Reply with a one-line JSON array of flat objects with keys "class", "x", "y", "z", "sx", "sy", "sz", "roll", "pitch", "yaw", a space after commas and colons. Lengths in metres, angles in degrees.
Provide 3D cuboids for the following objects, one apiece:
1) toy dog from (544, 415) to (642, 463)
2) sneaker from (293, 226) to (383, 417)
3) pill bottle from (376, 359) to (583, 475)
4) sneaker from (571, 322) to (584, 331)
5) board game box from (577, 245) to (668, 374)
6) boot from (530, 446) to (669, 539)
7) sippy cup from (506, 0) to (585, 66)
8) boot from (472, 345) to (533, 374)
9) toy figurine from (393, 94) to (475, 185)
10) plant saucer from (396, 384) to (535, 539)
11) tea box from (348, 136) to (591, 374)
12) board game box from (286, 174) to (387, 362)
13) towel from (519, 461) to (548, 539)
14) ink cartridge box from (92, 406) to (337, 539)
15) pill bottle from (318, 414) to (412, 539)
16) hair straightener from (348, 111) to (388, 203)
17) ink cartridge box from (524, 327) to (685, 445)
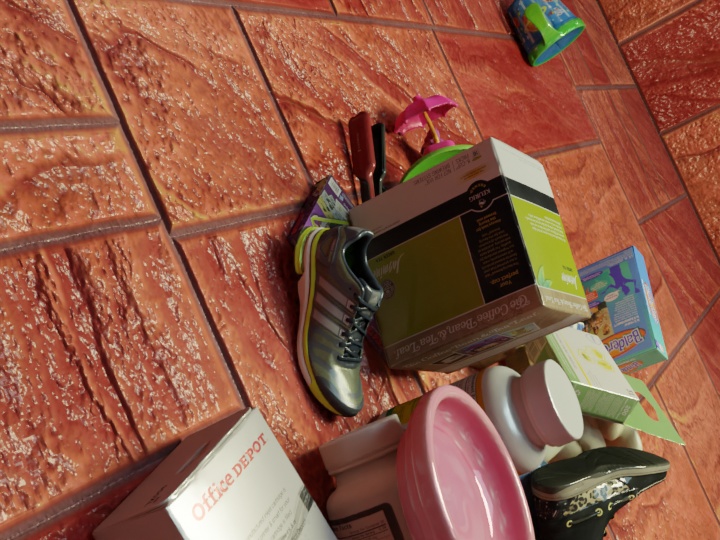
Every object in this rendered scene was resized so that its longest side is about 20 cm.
[{"class": "toy dog", "x": 0.252, "y": 0.192, "z": 1.282, "sx": 0.199, "sy": 0.139, "sz": 0.196, "roll": 0, "pitch": 84, "yaw": -47}, {"class": "sneaker", "x": -0.017, "y": 0.047, "z": 1.007, "sx": 0.074, "sy": 0.080, "sz": 0.202, "roll": 5, "pitch": 75, "yaw": -55}, {"class": "pill bottle", "x": 0.122, "y": 0.166, "z": 1.028, "sx": 0.113, "sy": 0.199, "sz": 0.114, "roll": 44, "pitch": 32, "yaw": -36}, {"class": "sneaker", "x": 0.289, "y": 0.103, "z": 1.440, "sx": 0.076, "sy": 0.076, "sz": 0.201, "roll": -106, "pitch": 179, "yaw": -58}, {"class": "board game box", "x": 0.402, "y": 0.077, "z": 1.613, "sx": 0.045, "sy": 0.151, "sz": 0.202, "roll": 37, "pitch": 40, "yaw": -40}, {"class": "boot", "x": 0.280, "y": 0.298, "z": 1.176, "sx": 0.202, "sy": 0.073, "sz": 0.156, "roll": -5, "pitch": 101, "yaw": -32}, {"class": "sippy cup", "x": 0.378, "y": -0.520, "z": 2.079, "sx": 0.139, "sy": 0.178, "sz": 0.131, "roll": -31, "pitch": 82, "yaw": -18}, {"class": "boot", "x": 0.176, "y": 0.063, "z": 1.353, "sx": 0.201, "sy": 0.070, "sz": 0.145, "roll": 36, "pitch": 34, "yaw": -49}, {"class": "toy figurine", "x": 0.112, "y": -0.152, "z": 1.367, "sx": 0.201, "sy": 0.149, "sz": 0.185, "roll": 66, "pitch": 9, "yaw": -47}, {"class": "plant saucer", "x": 0.090, "y": 0.204, "z": 0.877, "sx": 0.201, "sy": 0.050, "sz": 0.202, "roll": 48, "pitch": 28, "yaw": -35}, {"class": "tea box", "x": 0.120, "y": -0.008, "z": 1.113, "sx": 0.133, "sy": 0.199, "sz": 0.199, "roll": 13, "pitch": 58, "yaw": -53}, {"class": "board game box", "x": 0.000, "y": 0.000, "z": 1.142, "sx": 0.201, "sy": 0.032, "sz": 0.120, "roll": 52, "pitch": 28, "yaw": -21}, {"class": "towel", "x": 0.176, "y": 0.264, "z": 1.163, "sx": 0.200, "sy": 0.048, "sz": 0.112, "roll": 36, "pitch": 74, "yaw": -36}, {"class": "ink cartridge box", "x": -0.089, "y": 0.229, "z": 0.758, "sx": 0.201, "sy": 0.084, "sz": 0.145, "roll": 60, "pitch": 29, "yaw": -9}, {"class": "pill bottle", "x": 0.034, "y": 0.242, "z": 0.922, "sx": 0.110, "sy": 0.110, "sz": 0.202, "roll": -9, "pitch": 76, "yaw": -60}, {"class": "hair straightener", "x": 0.029, "y": -0.101, "z": 1.255, "sx": 0.077, "sy": 0.041, "sz": 0.202, "roll": 24, "pitch": 48, "yaw": -49}, {"class": "ink cartridge box", "x": 0.315, "y": 0.139, "z": 1.262, "sx": 0.198, "sy": 0.048, "sz": 0.146, "roll": 16, "pitch": 25, "yaw": -18}]
